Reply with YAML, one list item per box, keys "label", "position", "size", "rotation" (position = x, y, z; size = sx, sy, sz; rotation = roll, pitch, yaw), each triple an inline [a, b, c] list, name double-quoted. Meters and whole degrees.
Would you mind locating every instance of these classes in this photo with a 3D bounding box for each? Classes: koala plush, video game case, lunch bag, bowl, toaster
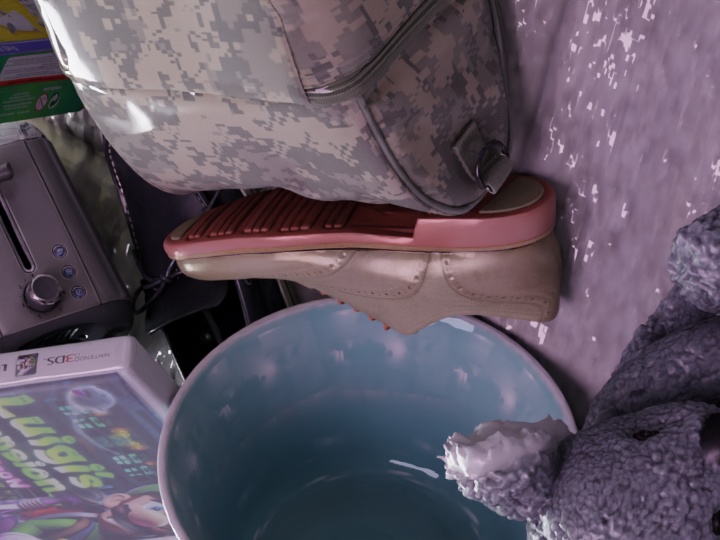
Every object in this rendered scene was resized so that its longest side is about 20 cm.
- label: "koala plush"
  position: [0.139, 0.099, 1.241]
  size: [0.177, 0.200, 0.184]
  rotation: [49, 131, 7]
- label: "video game case"
  position: [-0.153, 0.099, 1.442]
  size: [0.182, 0.023, 0.200]
  rotation: [-9, 147, 21]
- label: "lunch bag"
  position: [-0.036, -0.105, 1.320]
  size: [0.200, 0.139, 0.168]
  rotation: [7, 131, 37]
- label: "bowl"
  position: [0.004, 0.121, 1.376]
  size: [0.201, 0.201, 0.105]
  rotation: [29, 144, 23]
- label: "toaster"
  position: [-0.202, 0.009, 1.492]
  size: [0.129, 0.114, 0.200]
  rotation: [67, 154, 10]

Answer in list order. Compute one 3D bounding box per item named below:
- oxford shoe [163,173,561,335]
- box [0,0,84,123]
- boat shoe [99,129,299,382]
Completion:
- label: "oxford shoe"
  position: [0.000, 0.000, 1.368]
  size: [0.200, 0.071, 0.074]
  rotation: [0, 116, 25]
- label: "box"
  position: [-0.238, -0.145, 1.462]
  size: [0.200, 0.117, 0.048]
  rotation: [32, 111, 20]
- label: "boat shoe"
  position: [-0.080, 0.004, 1.452]
  size: [0.075, 0.062, 0.200]
  rotation: [-22, 95, 42]
